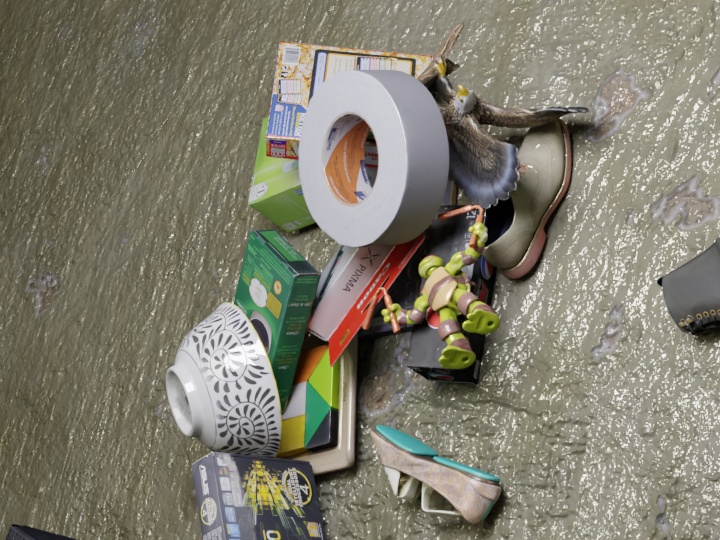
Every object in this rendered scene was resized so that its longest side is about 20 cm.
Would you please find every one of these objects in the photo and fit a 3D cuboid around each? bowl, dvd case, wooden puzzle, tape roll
[{"bbox_3d":[-0.180,0.148,1.690,0.201,0.093,0.203,41,139,50],"label":"bowl"},{"bbox_3d":[0.054,-0.019,1.732,0.148,0.016,0.202,-13,62,40],"label":"dvd case"},{"bbox_3d":[-0.077,0.170,1.741,0.199,0.037,0.187,-22,57,41],"label":"wooden puzzle"},{"bbox_3d":[0.012,-0.128,1.578,0.199,0.066,0.203,7,99,50],"label":"tape roll"}]

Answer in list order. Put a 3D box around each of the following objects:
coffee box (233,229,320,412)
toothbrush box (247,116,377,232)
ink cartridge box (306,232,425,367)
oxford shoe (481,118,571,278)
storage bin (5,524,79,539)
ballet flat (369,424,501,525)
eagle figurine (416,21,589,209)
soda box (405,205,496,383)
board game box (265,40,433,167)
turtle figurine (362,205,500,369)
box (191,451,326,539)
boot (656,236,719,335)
[{"bbox_3d":[-0.116,0.063,1.722,0.123,0.044,0.202,43,126,47],"label":"coffee box"},{"bbox_3d":[-0.044,-0.155,1.835,0.199,0.086,0.147,-17,52,37],"label":"toothbrush box"},{"bbox_3d":[0.000,0.000,1.676,0.201,0.043,0.174,-55,12,14],"label":"ink cartridge box"},{"bbox_3d":[0.189,-0.096,1.592,0.070,0.074,0.202,0,67,45],"label":"oxford shoe"},{"bbox_3d":[-0.367,0.411,1.796,0.135,0.199,0.095,16,82,47],"label":"storage bin"},{"bbox_3d":[0.072,0.233,1.555,0.199,0.068,0.068,20,92,49],"label":"ballet flat"},{"bbox_3d":[0.139,-0.170,1.582,0.199,0.151,0.153,36,115,18],"label":"eagle figurine"},{"bbox_3d":[0.111,0.027,1.610,0.070,0.063,0.202,1,70,31],"label":"soda box"},{"bbox_3d":[-0.012,-0.206,1.728,0.198,0.046,0.153,6,60,1],"label":"board game box"},{"bbox_3d":[0.092,0.037,1.538,0.200,0.064,0.162,-44,38,17],"label":"turtle figurine"},{"bbox_3d":[-0.109,0.316,1.599,0.049,0.160,0.202,-33,57,38],"label":"box"},{"bbox_3d":[0.371,0.051,1.354,0.138,0.077,0.201,-37,35,31],"label":"boot"}]
